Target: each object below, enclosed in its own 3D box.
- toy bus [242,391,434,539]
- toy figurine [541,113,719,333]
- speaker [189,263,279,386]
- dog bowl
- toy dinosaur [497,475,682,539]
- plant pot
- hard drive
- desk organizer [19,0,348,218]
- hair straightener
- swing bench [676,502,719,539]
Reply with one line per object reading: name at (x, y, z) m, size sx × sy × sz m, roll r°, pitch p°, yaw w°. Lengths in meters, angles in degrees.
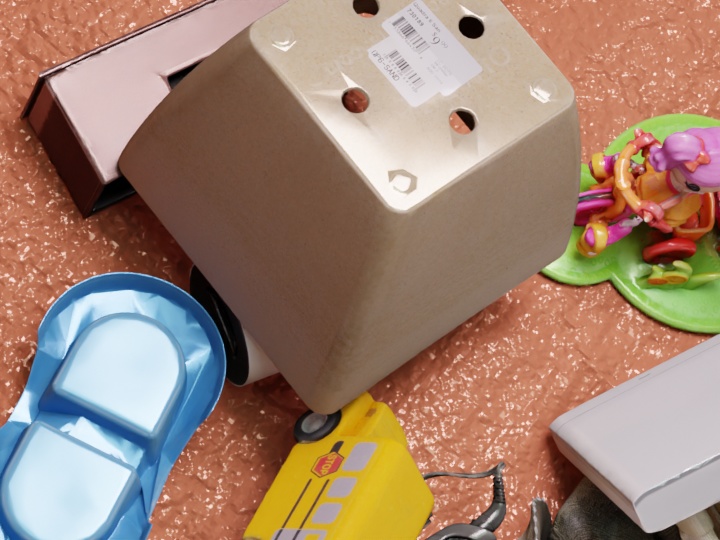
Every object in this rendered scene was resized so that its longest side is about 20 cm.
toy bus at (-0.020, 0.155, 1.548) m, size 0.065 × 0.078 × 0.200 m, roll 61°, pitch 42°, yaw -32°
toy figurine at (0.213, -0.060, 1.673) m, size 0.200 × 0.184 × 0.150 m, roll 0°, pitch 70°, yaw -15°
speaker at (0.000, 0.000, 1.647) m, size 0.200 × 0.081 × 0.081 m, roll -21°, pitch 77°, yaw -22°
dog bowl at (-0.155, 0.098, 1.580) m, size 0.111 × 0.050 × 0.200 m, roll 26°, pitch 65°, yaw 0°
toy dinosaur at (0.161, 0.151, 1.640) m, size 0.200 × 0.077 × 0.102 m, roll -33°, pitch 89°, yaw -21°
plant pot at (0.009, -0.075, 1.540) m, size 0.200 × 0.177 × 0.200 m, roll -34°, pitch 77°, yaw -24°
hard drive at (0.193, 0.090, 1.586) m, size 0.132 × 0.200 × 0.027 m, roll -26°, pitch 103°, yaw -5°
desk organizer at (-0.097, -0.113, 1.667) m, size 0.200 × 0.072 × 0.077 m, roll -27°, pitch 82°, yaw -23°
hair straightener at (0.004, 0.171, 1.593) m, size 0.200 × 0.041 × 0.077 m, roll -41°, pitch 62°, yaw -12°
swing bench at (0.289, 0.180, 1.561) m, size 0.130 × 0.200 × 0.199 m, roll -45°, pitch 107°, yaw -41°
